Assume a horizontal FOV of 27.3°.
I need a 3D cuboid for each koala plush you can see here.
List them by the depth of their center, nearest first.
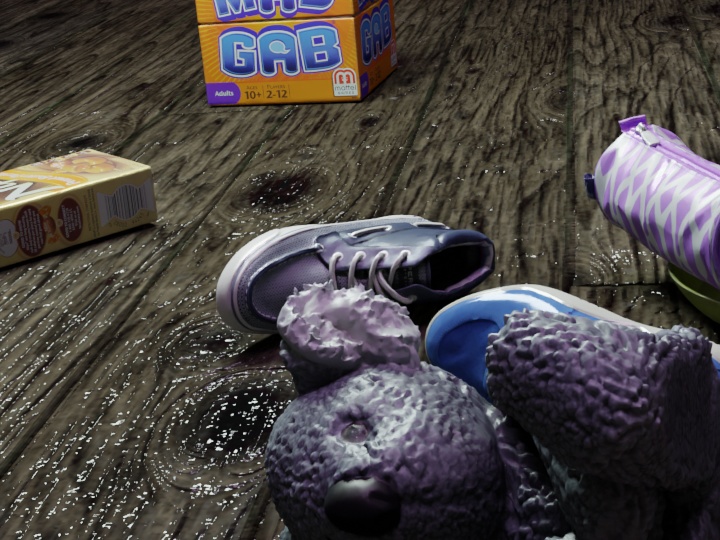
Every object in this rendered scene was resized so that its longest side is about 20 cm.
[{"bbox_3d":[0.047,0.093,0.631,0.198,0.180,0.183,3,8,24],"label":"koala plush"}]

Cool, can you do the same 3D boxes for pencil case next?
[{"bbox_3d":[0.229,-0.046,1.004,0.083,0.086,0.200,-9,20,-15],"label":"pencil case"}]

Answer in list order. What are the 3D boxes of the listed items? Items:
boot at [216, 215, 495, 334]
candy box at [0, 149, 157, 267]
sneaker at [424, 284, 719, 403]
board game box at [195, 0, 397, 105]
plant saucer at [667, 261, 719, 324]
[{"bbox_3d":[0.000,0.000,1.044,0.199,0.074,0.090,-19,17,-38],"label":"boot"},{"bbox_3d":[-0.294,-0.054,1.317,0.199,0.056,0.115,-19,23,-36],"label":"candy box"},{"bbox_3d":[0.105,0.060,0.828,0.198,0.078,0.111,15,17,31],"label":"sneaker"},{"bbox_3d":[-0.077,-0.327,1.846,0.197,0.202,0.200,-1,19,15],"label":"board game box"},{"bbox_3d":[0.309,0.008,1.005,0.198,0.031,0.200,-4,18,1],"label":"plant saucer"}]
